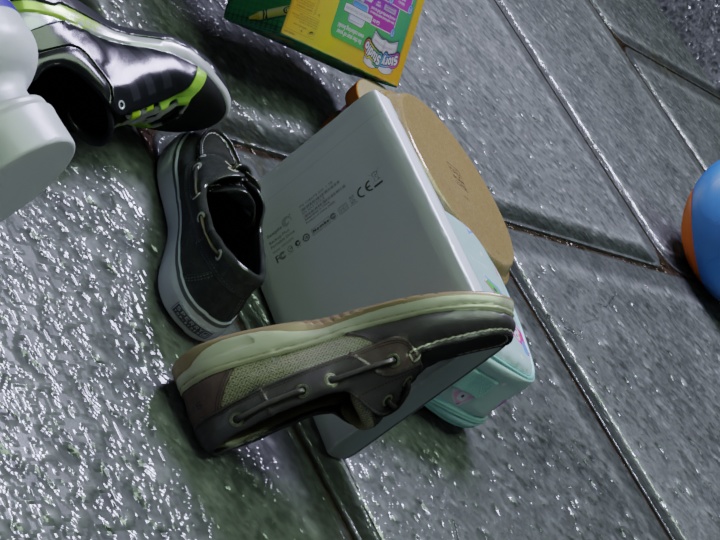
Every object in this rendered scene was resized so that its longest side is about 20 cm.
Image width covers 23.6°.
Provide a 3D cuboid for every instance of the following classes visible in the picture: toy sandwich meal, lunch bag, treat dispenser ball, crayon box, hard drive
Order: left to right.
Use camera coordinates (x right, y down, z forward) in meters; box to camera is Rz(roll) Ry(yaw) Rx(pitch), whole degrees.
[{"bbox_3d":[-0.019,-0.226,1.363,0.058,0.120,0.200,19,2,28],"label":"crayon box"},{"bbox_3d":[0.000,0.000,1.090,0.027,0.132,0.201,29,31,-51],"label":"hard drive"},{"bbox_3d":[0.031,0.017,1.204,0.199,0.077,0.161,32,30,-40],"label":"lunch bag"},{"bbox_3d":[0.046,-0.061,1.380,0.205,0.070,0.206,51,18,-23],"label":"toy sandwich meal"},{"bbox_3d":[0.480,-0.048,2.038,0.201,0.201,0.201,42,23,-22],"label":"treat dispenser ball"}]

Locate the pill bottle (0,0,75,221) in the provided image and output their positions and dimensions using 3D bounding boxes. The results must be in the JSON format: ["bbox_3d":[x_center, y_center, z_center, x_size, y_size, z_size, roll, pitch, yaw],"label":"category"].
[{"bbox_3d":[-0.230,-0.118,0.848,0.201,0.112,0.112,54,22,6],"label":"pill bottle"}]

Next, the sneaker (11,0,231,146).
[{"bbox_3d":[-0.158,-0.105,1.052,0.199,0.071,0.083,18,50,-45],"label":"sneaker"}]

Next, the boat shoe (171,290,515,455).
[{"bbox_3d":[-0.004,0.059,0.969,0.072,0.198,0.065,120,-42,-68],"label":"boat shoe"}]

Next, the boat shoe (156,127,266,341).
[{"bbox_3d":[-0.086,-0.034,1.076,0.069,0.057,0.201,39,25,-28],"label":"boat shoe"}]
